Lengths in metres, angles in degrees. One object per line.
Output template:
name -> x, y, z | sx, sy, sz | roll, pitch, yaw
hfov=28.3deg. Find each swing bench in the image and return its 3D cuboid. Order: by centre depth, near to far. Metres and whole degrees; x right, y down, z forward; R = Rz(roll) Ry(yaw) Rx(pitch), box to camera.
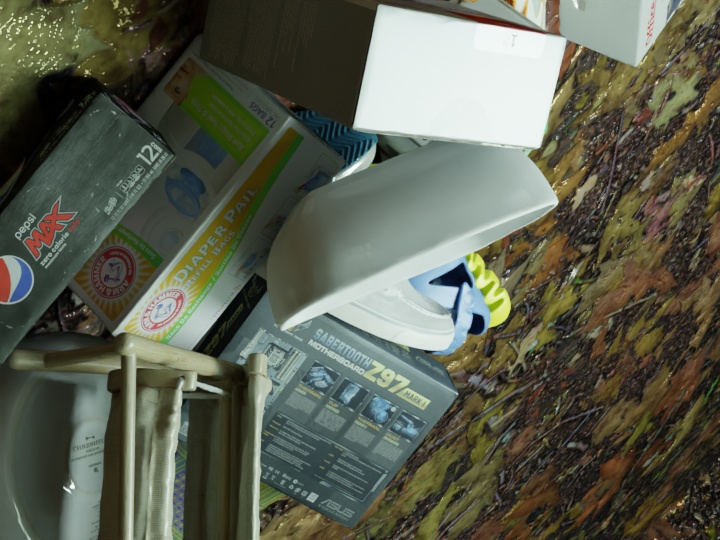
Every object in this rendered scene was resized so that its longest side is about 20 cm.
swing bench -> -0.139, 0.158, 1.001 | 0.199, 0.129, 0.202 | 13, 73, -52

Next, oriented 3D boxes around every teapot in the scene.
teapot -> -0.248, 0.140, 1.083 | 0.200, 0.145, 0.199 | 47, 50, -39

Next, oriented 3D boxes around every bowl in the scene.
bowl -> 0.023, -0.032, 1.003 | 0.198, 0.075, 0.200 | -23, 178, -13

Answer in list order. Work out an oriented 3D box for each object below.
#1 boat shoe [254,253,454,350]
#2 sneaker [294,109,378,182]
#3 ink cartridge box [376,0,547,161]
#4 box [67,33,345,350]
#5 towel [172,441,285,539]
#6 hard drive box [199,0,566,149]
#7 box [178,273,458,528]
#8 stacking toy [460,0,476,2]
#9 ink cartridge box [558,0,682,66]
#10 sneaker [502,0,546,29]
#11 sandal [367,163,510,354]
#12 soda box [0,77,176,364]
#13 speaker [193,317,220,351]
boat shoe -> 0.000, 0.000, 1.129 | 0.198, 0.072, 0.069 | 27, 103, -18
sneaker -> -0.072, -0.058, 1.160 | 0.199, 0.077, 0.081 | -33, 149, -9
ink cartridge box -> 0.091, -0.132, 1.238 | 0.146, 0.084, 0.200 | -49, 164, -10
box -> -0.126, -0.049, 1.048 | 0.200, 0.112, 0.101 | -49, 153, 4
towel -> -0.145, 0.177, 1.265 | 0.199, 0.023, 0.144 | -30, 126, 17
hard drive box -> 0.010, -0.146, 0.943 | 0.154, 0.199, 0.078 | 2, 108, -37
box -> -0.042, 0.106, 1.184 | 0.199, 0.051, 0.158 | 30, 107, -24
stacking toy -> 0.009, -0.227, 0.923 | 0.110, 0.200, 0.116 | -46, 152, -3
ink cartridge box -> 0.260, -0.305, 1.265 | 0.201, 0.084, 0.145 | -53, 156, -23
sneaker -> 0.143, -0.245, 1.235 | 0.092, 0.075, 0.200 | -55, 159, -12
sandal -> 0.053, -0.004, 1.205 | 0.087, 0.079, 0.201 | -51, 119, -26
soda box -> -0.217, -0.030, 0.967 | 0.071, 0.063, 0.200 | 39, 92, -23
speaker -> -0.125, 0.103, 1.276 | 0.081, 0.081, 0.202 | -19, 140, -43
